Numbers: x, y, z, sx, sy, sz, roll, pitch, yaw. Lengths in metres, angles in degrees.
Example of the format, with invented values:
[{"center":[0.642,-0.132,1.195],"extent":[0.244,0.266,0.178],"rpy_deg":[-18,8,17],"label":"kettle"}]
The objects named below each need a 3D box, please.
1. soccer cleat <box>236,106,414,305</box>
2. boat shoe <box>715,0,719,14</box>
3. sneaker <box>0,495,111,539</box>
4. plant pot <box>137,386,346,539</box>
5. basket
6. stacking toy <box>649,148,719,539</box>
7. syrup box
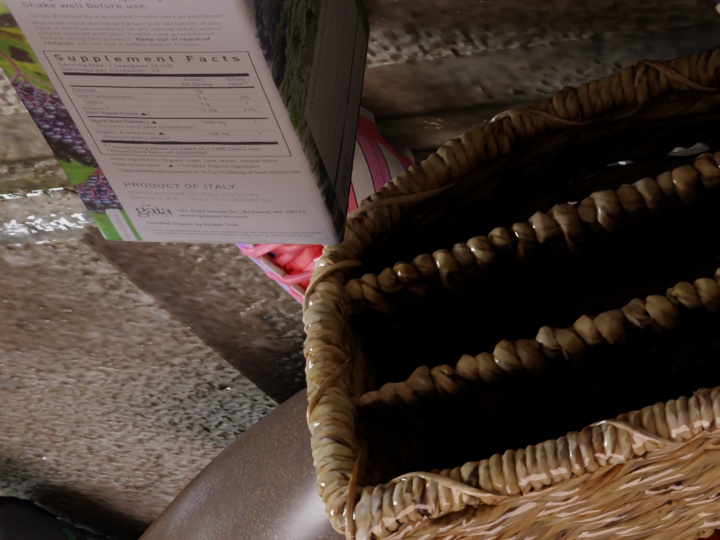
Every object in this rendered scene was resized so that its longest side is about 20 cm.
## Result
[{"center":[0.000,0.000,0.878],"extent":[0.066,0.077,0.200],"rpy_deg":[-11,151,35],"label":"soccer cleat"},{"center":[0.109,-0.093,0.622],"extent":[0.070,0.092,0.200],"rpy_deg":[-11,151,34],"label":"boat shoe"},{"center":[-0.134,0.153,1.288],"extent":[0.087,0.075,0.200],"rpy_deg":[-14,162,11],"label":"sneaker"},{"center":[0.004,0.123,1.061],"extent":[0.185,0.188,0.200],"rpy_deg":[13,141,-15],"label":"plant pot"},{"center":[0.083,0.001,0.749],"extent":[0.199,0.144,0.149],"rpy_deg":[-18,160,12],"label":"basket"},{"center":[0.118,0.065,0.837],"extent":[0.085,0.202,0.085],"rpy_deg":[4,158,2],"label":"stacking toy"},{"center":[-0.055,-0.084,0.700],"extent":[0.081,0.079,0.200],"rpy_deg":[1,156,12],"label":"syrup box"}]
